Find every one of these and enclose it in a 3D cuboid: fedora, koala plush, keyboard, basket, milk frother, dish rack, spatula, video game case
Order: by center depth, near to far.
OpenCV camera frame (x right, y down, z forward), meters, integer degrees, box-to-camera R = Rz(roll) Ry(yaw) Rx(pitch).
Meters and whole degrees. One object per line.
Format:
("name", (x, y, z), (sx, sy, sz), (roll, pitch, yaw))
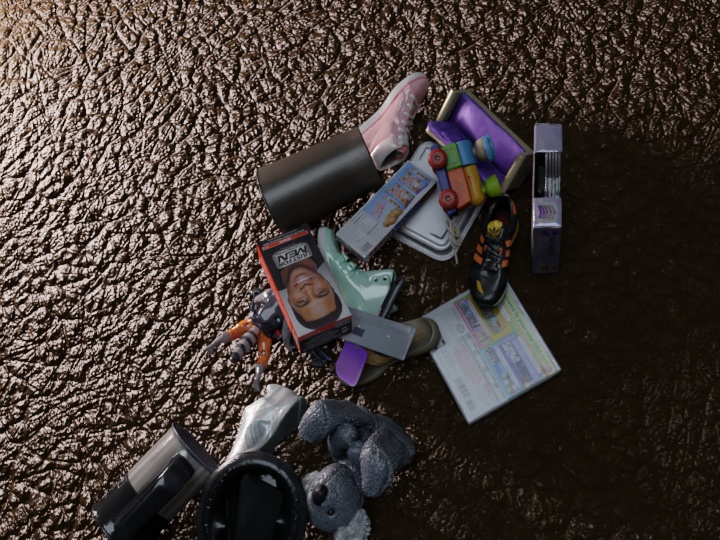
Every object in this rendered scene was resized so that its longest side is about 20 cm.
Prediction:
("koala plush", (-0.019, 0.332, 1.230), (0.176, 0.183, 0.203), (31, 99, 29))
("fedora", (-0.167, 0.389, 1.243), (0.195, 0.092, 0.206), (0, 86, 6))
("milk frother", (-0.303, 0.399, 1.269), (0.188, 0.180, 0.201), (-44, 111, -7))
("keyboard", (0.000, 0.096, 1.296), (0.197, 0.011, 0.057), (16, 78, 33))
("spatula", (0.020, 0.096, 1.303), (0.056, 0.021, 0.202), (25, 79, 37))
("video game case", (0.213, 0.130, 1.315), (0.179, 0.022, 0.203), (-29, 67, 0))
("basket", (-0.069, -0.163, 1.387), (0.196, 0.180, 0.138), (-25, 97, 6))
("dish rack", (0.136, -0.137, 1.416), (0.169, 0.044, 0.202), (28, 76, 20))

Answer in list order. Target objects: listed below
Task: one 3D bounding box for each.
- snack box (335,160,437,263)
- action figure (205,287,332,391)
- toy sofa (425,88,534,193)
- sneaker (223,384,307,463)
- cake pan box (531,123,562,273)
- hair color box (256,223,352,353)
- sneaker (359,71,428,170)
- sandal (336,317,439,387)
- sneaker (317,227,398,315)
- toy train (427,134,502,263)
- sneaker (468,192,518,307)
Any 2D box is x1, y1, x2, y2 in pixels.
("snack box", (0.048, -0.107, 1.370), (0.071, 0.024, 0.200), (37, 72, 21))
("action figure", (-0.144, 0.109, 1.342), (0.198, 0.105, 0.195), (32, 68, 15))
("toy sofa", (0.216, -0.235, 1.389), (0.096, 0.084, 0.201), (-15, 56, -41))
("sneaker", (-0.178, 0.281, 1.312), (0.079, 0.071, 0.201), (28, 65, 31))
("cake pan box", (0.311, -0.118, 1.291), (0.051, 0.201, 0.189), (-1, 67, 13))
("hair color box", (-0.096, 0.028, 1.308), (0.100, 0.062, 0.202), (-21, 60, -13))
("sneaker", (0.078, -0.273, 1.459), (0.200, 0.075, 0.105), (-45, 64, 1))
("sandal", (0.041, 0.132, 1.321), (0.197, 0.054, 0.082), (-25, 67, 14))
("sneaker", (0.000, 0.000, 1.373), (0.116, 0.074, 0.204), (-23, 77, 8))
("toy train", (0.192, -0.126, 1.321), (0.113, 0.085, 0.205), (-16, 83, 11))
("sneaker", (0.225, -0.039, 1.322), (0.068, 0.091, 0.203), (8, 60, 20))
